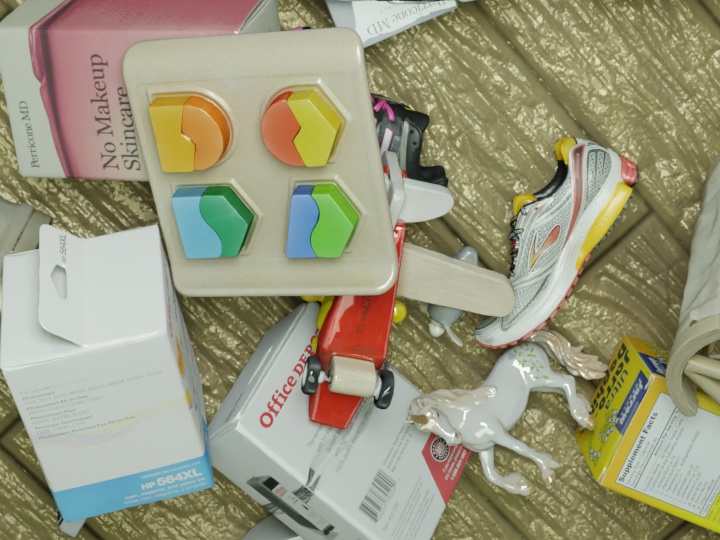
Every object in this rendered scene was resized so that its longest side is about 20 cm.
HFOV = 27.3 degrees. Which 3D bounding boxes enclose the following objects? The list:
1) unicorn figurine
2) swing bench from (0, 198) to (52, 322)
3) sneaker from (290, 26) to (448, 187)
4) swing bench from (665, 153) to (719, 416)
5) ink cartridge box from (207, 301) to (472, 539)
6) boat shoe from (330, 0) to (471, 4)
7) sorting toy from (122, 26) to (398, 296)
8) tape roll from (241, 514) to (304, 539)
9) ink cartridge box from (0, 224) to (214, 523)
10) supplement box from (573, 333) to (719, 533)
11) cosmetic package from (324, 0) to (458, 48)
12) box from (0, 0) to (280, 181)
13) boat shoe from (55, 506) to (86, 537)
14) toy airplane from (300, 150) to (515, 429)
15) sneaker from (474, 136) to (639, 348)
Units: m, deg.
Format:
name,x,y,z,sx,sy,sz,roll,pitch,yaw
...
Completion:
name,x,y,z,sx,sy,sz,roll,pitch,yaw
unicorn figurine,0.122,0.123,1.275,0.137,0.200,0.074,43,140,-1
swing bench,-0.384,0.014,1.206,0.197,0.130,0.201,22,103,-9
sneaker,0.009,-0.124,1.227,0.087,0.074,0.201,-29,110,6
swing bench,0.343,0.033,1.210,0.199,0.200,0.130,28,145,-10
ink cartridge box,-0.020,0.148,1.260,0.200,0.147,0.083,41,142,-12
boat shoe,0.032,-0.234,1.123,0.198,0.068,0.072,4,106,-5
sorting toy,-0.074,-0.071,1.081,0.183,0.037,0.202,-1,116,17
tape roll,-0.031,0.316,1.351,0.200,0.071,0.205,-1,106,-3
ink cartridge box,-0.196,0.070,1.141,0.124,0.129,0.201,-12,133,-3
supplement box,0.306,0.154,1.303,0.198,0.110,0.110,23,104,-10
cosmetic package,-0.005,-0.287,1.178,0.101,0.071,0.201,-23,107,3
box,-0.165,-0.147,1.154,0.198,0.109,0.129,2,119,13
boat shoe,-0.235,0.130,1.285,0.068,0.074,0.201,21,102,-6
toy airplane,0.000,0.000,1.191,0.198,0.141,0.201,-33,103,-2
sneaker,0.152,-0.024,1.268,0.082,0.078,0.201,31,93,-7
